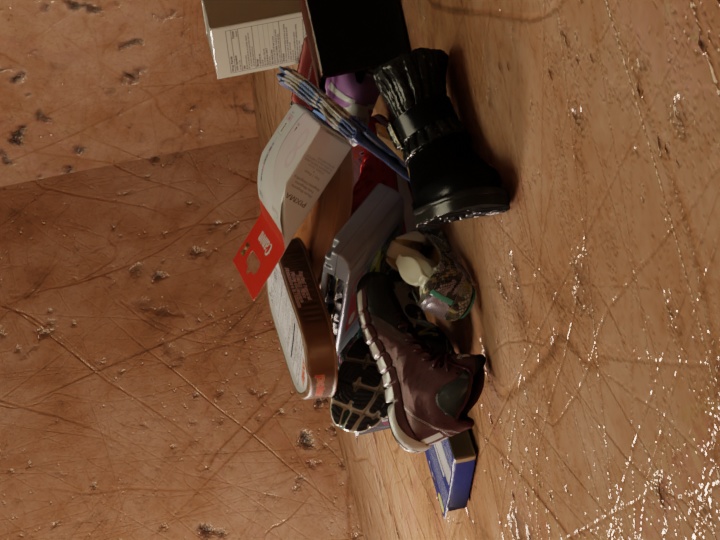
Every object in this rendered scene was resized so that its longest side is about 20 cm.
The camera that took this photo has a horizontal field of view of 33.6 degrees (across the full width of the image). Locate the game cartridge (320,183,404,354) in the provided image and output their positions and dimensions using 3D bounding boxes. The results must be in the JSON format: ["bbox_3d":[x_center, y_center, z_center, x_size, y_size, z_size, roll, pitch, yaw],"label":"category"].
[{"bbox_3d":[0.000,0.000,1.342,0.133,0.041,0.200,-57,-14,-34],"label":"game cartridge"}]

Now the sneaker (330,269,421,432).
[{"bbox_3d":[0.021,0.097,1.355,0.080,0.077,0.200,119,175,-65],"label":"sneaker"}]

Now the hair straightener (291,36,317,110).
[{"bbox_3d":[-0.064,-0.193,1.480,0.077,0.041,0.200,-65,-16,-75],"label":"hair straightener"}]

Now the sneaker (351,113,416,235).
[{"bbox_3d":[0.001,-0.101,1.462,0.078,0.115,0.200,89,167,-57],"label":"sneaker"}]

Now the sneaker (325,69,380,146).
[{"bbox_3d":[-0.026,-0.214,1.505,0.200,0.073,0.114,-128,53,-76],"label":"sneaker"}]

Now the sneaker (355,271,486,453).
[{"bbox_3d":[0.074,0.084,1.261,0.076,0.115,0.200,-2,-107,-61],"label":"sneaker"}]

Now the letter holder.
[{"bbox_3d":[-0.020,-0.313,1.354,0.142,0.100,0.200,162,96,-85],"label":"letter holder"}]

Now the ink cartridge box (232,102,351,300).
[{"bbox_3d":[-0.095,-0.083,1.333,0.057,0.200,0.163,35,-174,-21],"label":"ink cartridge box"}]

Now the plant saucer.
[{"bbox_3d":[-0.050,-0.062,1.401,0.200,0.032,0.200,-172,90,-76],"label":"plant saucer"}]

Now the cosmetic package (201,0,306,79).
[{"bbox_3d":[-0.102,-0.329,1.550,0.103,0.200,0.087,93,163,-59],"label":"cosmetic package"}]

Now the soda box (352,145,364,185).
[{"bbox_3d":[0.020,-0.092,1.547,0.068,0.064,0.200,98,158,-70],"label":"soda box"}]

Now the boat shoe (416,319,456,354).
[{"bbox_3d":[0.072,0.096,1.392,0.201,0.072,0.061,-151,39,-84],"label":"boat shoe"}]

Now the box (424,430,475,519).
[{"bbox_3d":[0.108,0.220,1.494,0.200,0.032,0.121,92,165,-58],"label":"box"}]

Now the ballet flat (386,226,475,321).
[{"bbox_3d":[0.065,-0.009,1.286,0.200,0.072,0.072,-121,21,-66],"label":"ballet flat"}]

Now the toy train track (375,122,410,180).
[{"bbox_3d":[0.060,-0.144,1.248,0.115,0.033,0.200,41,-156,-33],"label":"toy train track"}]

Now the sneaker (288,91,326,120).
[{"bbox_3d":[-0.059,-0.220,1.651,0.200,0.089,0.079,41,-154,-71],"label":"sneaker"}]

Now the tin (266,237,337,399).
[{"bbox_3d":[-0.068,0.053,1.327,0.112,0.042,0.200,94,161,-49],"label":"tin"}]

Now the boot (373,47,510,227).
[{"bbox_3d":[0.067,-0.121,1.060,0.211,0.079,0.158,-154,53,-82],"label":"boot"}]

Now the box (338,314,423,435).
[{"bbox_3d":[0.025,0.101,1.585,0.106,0.122,0.200,87,169,-49],"label":"box"}]

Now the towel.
[{"bbox_3d":[-0.003,-0.150,1.300,0.147,0.024,0.200,34,-173,-40],"label":"towel"}]
